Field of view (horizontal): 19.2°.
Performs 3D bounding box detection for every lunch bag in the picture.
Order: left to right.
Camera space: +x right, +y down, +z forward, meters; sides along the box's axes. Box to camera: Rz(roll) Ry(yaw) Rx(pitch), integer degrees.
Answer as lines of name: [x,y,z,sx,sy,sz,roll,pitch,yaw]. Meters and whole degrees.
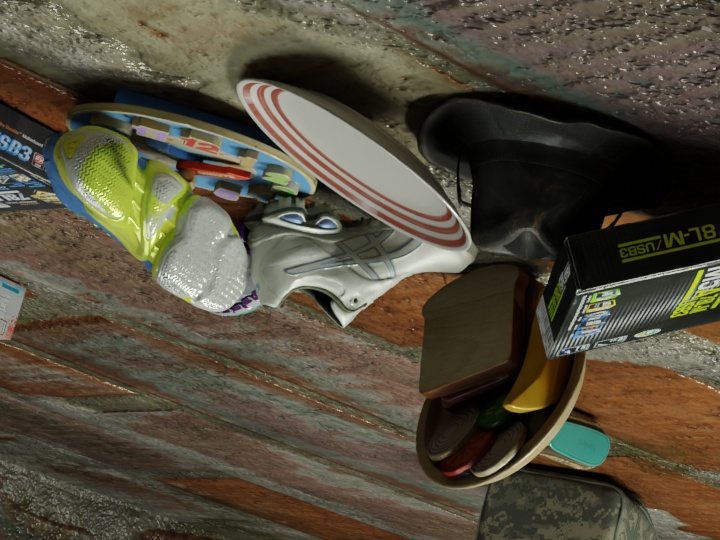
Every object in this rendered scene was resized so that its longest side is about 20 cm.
lunch bag: [0.257,0.330,2.626,0.200,0.140,0.168,6,163,30]

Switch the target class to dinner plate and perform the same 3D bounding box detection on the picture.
dinner plate: [-0.001,-0.080,1.500,0.200,0.024,0.200,34,171,6]

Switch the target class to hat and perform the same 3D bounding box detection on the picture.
hat: [0.120,-0.047,1.483,0.200,0.081,0.201,14,165,4]

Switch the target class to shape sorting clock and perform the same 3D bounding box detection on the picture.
shape sorting clock: [-0.131,-0.088,1.648,0.200,0.039,0.200,14,165,4]

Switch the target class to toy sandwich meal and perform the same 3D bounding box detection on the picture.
toy sandwich meal: [0.105,0.086,1.773,0.070,0.205,0.205,39,154,-29]

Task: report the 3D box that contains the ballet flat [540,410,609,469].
ballet flat: [0.177,0.159,2.227,0.200,0.071,0.065,31,172,-38]

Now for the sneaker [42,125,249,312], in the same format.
sneaker: [-0.169,-0.048,1.643,0.105,0.076,0.200,24,160,52]

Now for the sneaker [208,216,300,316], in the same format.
sneaker: [-0.092,-0.019,1.842,0.200,0.075,0.088,-15,135,44]

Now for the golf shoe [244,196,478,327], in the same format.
golf shoe: [0.000,0.000,1.707,0.200,0.097,0.078,5,170,-23]

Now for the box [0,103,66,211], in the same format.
box: [-0.349,-0.105,1.770,0.200,0.050,0.198,0,160,42]

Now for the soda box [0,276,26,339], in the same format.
soda box: [-0.458,0.013,2.277,0.068,0.064,0.200,0,159,43]

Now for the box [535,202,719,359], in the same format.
box: [0.227,0.002,1.485,0.193,0.048,0.200,-10,165,-5]
